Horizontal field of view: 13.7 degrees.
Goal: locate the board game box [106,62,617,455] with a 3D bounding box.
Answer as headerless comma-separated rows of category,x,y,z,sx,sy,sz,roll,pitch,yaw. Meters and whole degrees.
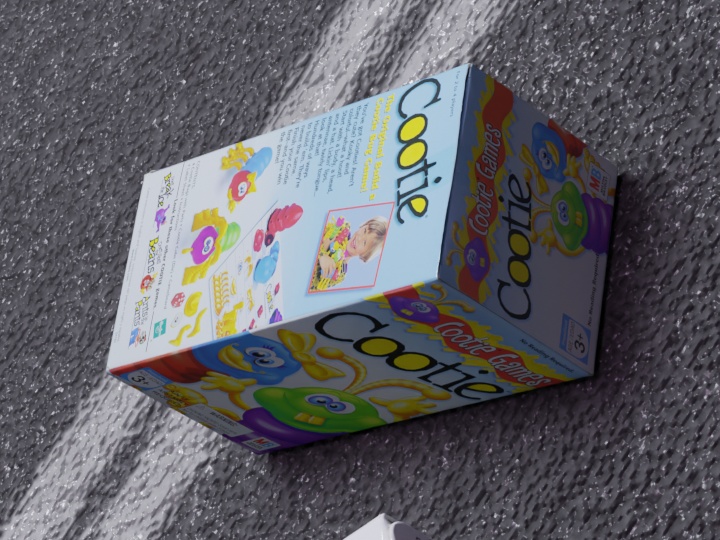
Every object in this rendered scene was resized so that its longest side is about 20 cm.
board game box,0.000,0.000,1.308,0.199,0.103,0.105,-16,54,42

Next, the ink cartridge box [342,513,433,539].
ink cartridge box,-0.024,0.215,1.208,0.200,0.083,0.146,-36,44,27
